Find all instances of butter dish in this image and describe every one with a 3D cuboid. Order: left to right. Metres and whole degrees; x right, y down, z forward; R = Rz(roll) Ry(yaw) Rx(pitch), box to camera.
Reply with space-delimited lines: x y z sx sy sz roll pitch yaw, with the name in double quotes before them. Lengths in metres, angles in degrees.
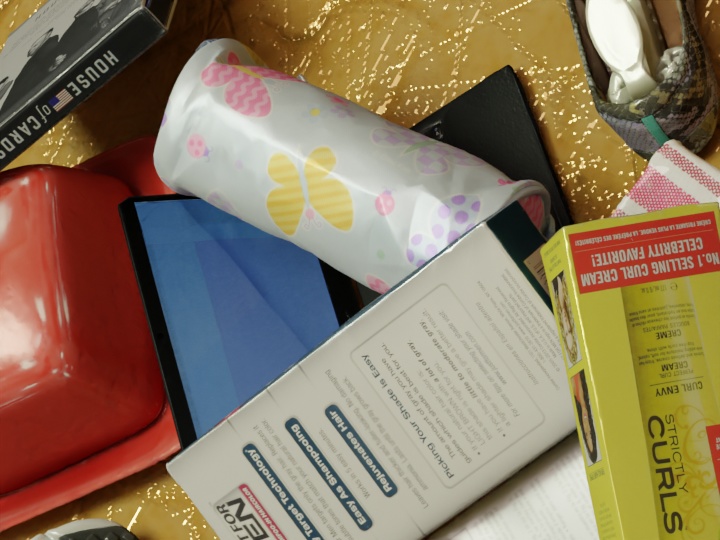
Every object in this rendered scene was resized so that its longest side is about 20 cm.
"butter dish" -0.204 0.024 1.308 0.199 0.148 0.201 -25 60 27

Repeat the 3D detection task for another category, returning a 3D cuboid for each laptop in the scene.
"laptop" 0.000 0.000 1.196 0.200 0.103 0.178 -32 58 23

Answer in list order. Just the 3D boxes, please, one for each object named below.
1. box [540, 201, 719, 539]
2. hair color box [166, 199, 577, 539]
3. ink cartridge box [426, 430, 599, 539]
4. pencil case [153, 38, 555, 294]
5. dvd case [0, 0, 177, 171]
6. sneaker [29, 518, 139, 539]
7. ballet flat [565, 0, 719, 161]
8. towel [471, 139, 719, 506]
"box" 0.132 0.077 0.994 0.075 0.050 0.201 -8 80 -8
"hair color box" 0.019 0.067 1.086 0.200 0.061 0.100 -37 88 22
"ink cartridge box" 0.114 0.160 1.066 0.200 0.047 0.160 -38 72 21
"pencil case" -0.005 -0.042 1.168 0.199 0.091 0.083 27 109 24
"dvd case" -0.158 -0.134 1.344 0.150 0.025 0.200 -38 19 19
"sneaker" -0.195 0.211 1.282 0.200 0.081 0.075 -44 87 -5
"ballet flat" 0.128 -0.149 1.181 0.072 0.072 0.201 -28 59 25
"towel" 0.137 0.058 1.100 0.146 0.030 0.200 41 99 22
